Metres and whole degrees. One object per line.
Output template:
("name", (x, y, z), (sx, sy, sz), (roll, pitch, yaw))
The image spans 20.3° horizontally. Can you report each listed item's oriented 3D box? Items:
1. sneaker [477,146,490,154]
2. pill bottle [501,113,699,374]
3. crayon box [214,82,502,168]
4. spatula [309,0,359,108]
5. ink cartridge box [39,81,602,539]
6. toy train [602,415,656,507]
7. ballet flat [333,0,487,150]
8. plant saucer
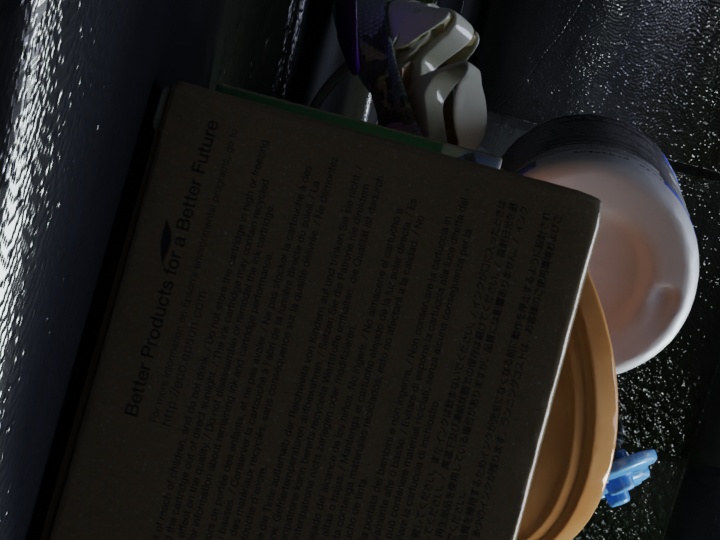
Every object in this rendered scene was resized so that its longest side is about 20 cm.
("sneaker", (0.000, 0.000, 1.155), (0.200, 0.075, 0.115), (-37, 155, -40))
("pill bottle", (0.121, -0.022, 1.087), (0.200, 0.113, 0.115), (-68, 173, -75))
("crayon box", (-0.027, 0.038, 0.815), (0.052, 0.125, 0.202), (-53, 157, -78))
("spatula", (-0.025, -0.084, 1.124), (0.057, 0.020, 0.201), (-110, -148, -55))
("ink cartridge box", (-0.016, 0.052, 0.729), (0.075, 0.163, 0.202), (83, 23, -85))
("toy train", (0.100, 0.099, 1.130), (0.200, 0.113, 0.087), (60, 10, -78))
("ballet flat", (0.037, -0.099, 1.105), (0.071, 0.069, 0.201), (-40, -137, 30))
("plant saucer", (0.049, 0.047, 0.994), (0.200, 0.037, 0.202), (24, -61, 52))
